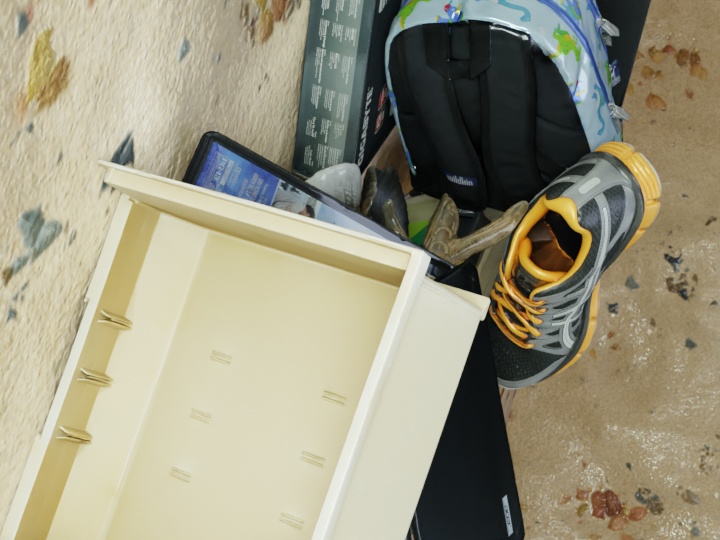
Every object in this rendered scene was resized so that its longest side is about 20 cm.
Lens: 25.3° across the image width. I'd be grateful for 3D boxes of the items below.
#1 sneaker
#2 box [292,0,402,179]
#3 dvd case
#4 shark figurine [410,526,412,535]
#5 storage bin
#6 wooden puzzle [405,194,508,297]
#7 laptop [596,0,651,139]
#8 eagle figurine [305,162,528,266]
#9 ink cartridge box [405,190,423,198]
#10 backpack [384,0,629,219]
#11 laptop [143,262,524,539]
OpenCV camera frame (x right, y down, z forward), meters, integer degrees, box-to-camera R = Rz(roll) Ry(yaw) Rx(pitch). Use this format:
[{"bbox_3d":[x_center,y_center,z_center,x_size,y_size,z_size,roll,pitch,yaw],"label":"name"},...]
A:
[{"bbox_3d":[0.117,0.004,1.030,0.077,0.078,0.201,-26,148,-42],"label":"sneaker"},{"bbox_3d":[0.012,-0.178,1.065,0.159,0.046,0.201,-58,162,-48],"label":"box"},{"bbox_3d":[-0.034,0.029,0.900,0.018,0.199,0.143,9,-107,58],"label":"dvd case"},{"bbox_3d":[0.018,0.147,1.000,0.215,0.127,0.090,-88,165,-54],"label":"shark figurine"},{"bbox_3d":[-0.068,0.071,0.742,0.094,0.198,0.201,25,83,-60],"label":"storage bin"},{"bbox_3d":[0.026,0.024,1.176,0.037,0.184,0.201,41,55,-33],"label":"wooden puzzle"},{"bbox_3d":[0.148,-0.192,1.335,0.200,0.176,0.104,51,59,-74],"label":"laptop"},{"bbox_3d":[0.002,0.007,1.049,0.200,0.151,0.152,-175,-96,-69],"label":"eagle figurine"},{"bbox_3d":[0.079,-0.075,1.393,0.095,0.037,0.200,-41,177,25],"label":"ink cartridge box"},{"bbox_3d":[0.090,-0.130,1.038,0.200,0.162,0.155,42,61,-61],"label":"backpack"},{"bbox_3d":[-0.009,0.107,0.898,0.103,0.199,0.179,-118,-164,-78],"label":"laptop"}]
